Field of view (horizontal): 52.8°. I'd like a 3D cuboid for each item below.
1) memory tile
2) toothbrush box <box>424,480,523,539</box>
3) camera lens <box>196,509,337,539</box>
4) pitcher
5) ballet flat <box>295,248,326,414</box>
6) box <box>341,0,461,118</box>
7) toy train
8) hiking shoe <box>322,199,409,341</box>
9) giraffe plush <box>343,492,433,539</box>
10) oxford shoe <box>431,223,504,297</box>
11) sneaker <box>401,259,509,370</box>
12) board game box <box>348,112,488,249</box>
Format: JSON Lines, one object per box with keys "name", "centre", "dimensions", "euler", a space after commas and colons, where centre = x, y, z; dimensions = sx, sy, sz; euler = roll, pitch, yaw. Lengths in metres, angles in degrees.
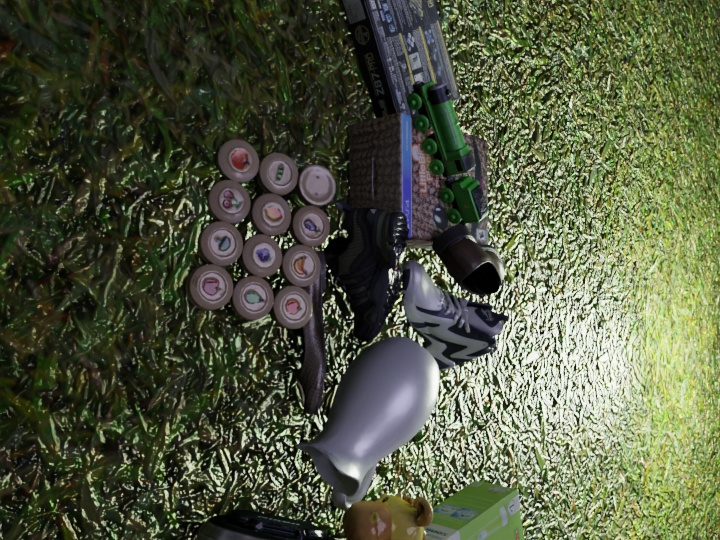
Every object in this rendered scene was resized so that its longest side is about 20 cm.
{"name": "memory tile", "centre": [-0.108, -0.041, 0.830], "dimensions": [0.152, 0.017, 0.202], "euler": [17, 75, -26]}
{"name": "toothbrush box", "centre": [0.155, 0.420, 1.068], "dimensions": [0.199, 0.086, 0.147], "euler": [-14, 99, -47]}
{"name": "camera lens", "centre": [-0.106, 0.359, 0.741], "dimensions": [0.159, 0.159, 0.202], "euler": [25, 70, -43]}
{"name": "pitcher", "centre": [0.017, 0.197, 0.927], "dimensions": [0.200, 0.121, 0.172], "euler": [-49, 148, -31]}
{"name": "ballet flat", "centre": [-0.067, 0.073, 0.878], "dimensions": [0.046, 0.067, 0.202], "euler": [1, 86, -14]}
{"name": "box", "centre": [0.061, -0.320, 1.035], "dimensions": [0.161, 0.049, 0.201], "euler": [-34, 112, -40]}
{"name": "toy train", "centre": [0.116, -0.150, 0.937], "dimensions": [0.042, 0.056, 0.201], "euler": [-39, 116, -41]}
{"name": "hiking shoe", "centre": [0.000, 0.000, 0.925], "dimensions": [0.076, 0.100, 0.201], "euler": [-52, 157, -51]}
{"name": "giraffe plush", "centre": [0.027, 0.352, 0.884], "dimensions": [0.200, 0.172, 0.163], "euler": [33, 64, -49]}
{"name": "oxford shoe", "centre": [0.163, 0.006, 1.007], "dimensions": [0.085, 0.073, 0.200], "euler": [58, 17, 24]}
{"name": "sneaker", "centre": [0.136, 0.056, 1.008], "dimensions": [0.080, 0.129, 0.200], "euler": [-79, 153, -54]}
{"name": "board game box", "centre": [0.084, -0.116, 1.013], "dimensions": [0.199, 0.096, 0.161], "euler": [2, 86, -47]}
